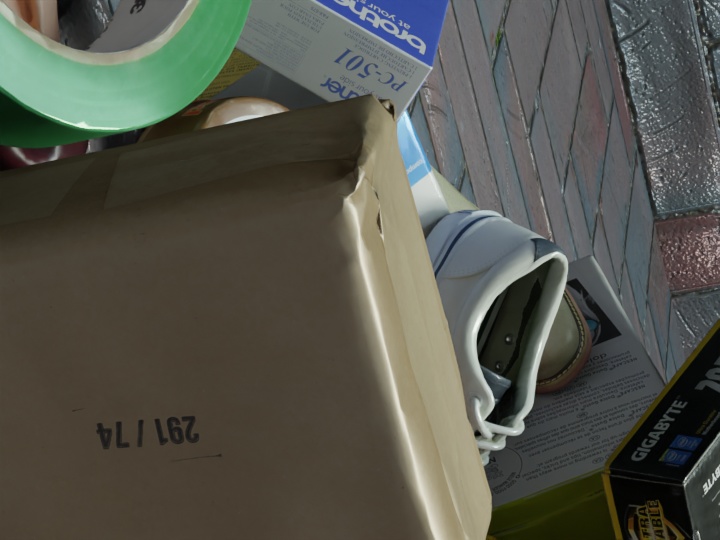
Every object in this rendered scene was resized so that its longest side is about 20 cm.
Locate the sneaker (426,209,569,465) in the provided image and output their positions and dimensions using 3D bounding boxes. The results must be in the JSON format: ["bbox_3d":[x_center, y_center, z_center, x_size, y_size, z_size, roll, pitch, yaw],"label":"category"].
[{"bbox_3d":[0.039,0.068,1.218,0.073,0.071,0.200,20,88,-42],"label":"sneaker"}]

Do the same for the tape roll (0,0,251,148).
[{"bbox_3d":[-0.123,-0.149,1.005,0.200,0.048,0.201,12,74,-48],"label":"tape roll"}]

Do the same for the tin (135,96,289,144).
[{"bbox_3d":[-0.044,0.023,1.121,0.112,0.042,0.201,-20,101,-52],"label":"tin"}]

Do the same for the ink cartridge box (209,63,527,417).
[{"bbox_3d":[0.000,0.000,1.297,0.116,0.067,0.200,27,-32,52],"label":"ink cartridge box"}]

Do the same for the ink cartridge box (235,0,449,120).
[{"bbox_3d":[-0.057,-0.146,1.196,0.044,0.200,0.094,-56,-171,29],"label":"ink cartridge box"}]

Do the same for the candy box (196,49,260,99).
[{"bbox_3d":[-0.052,-0.083,1.420,0.200,0.056,0.117,-74,152,-58],"label":"candy box"}]

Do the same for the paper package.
[{"bbox_3d":[-0.066,0.052,0.952,0.104,0.199,0.191,-70,147,-66],"label":"paper package"}]

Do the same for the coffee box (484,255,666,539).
[{"bbox_3d":[0.082,0.150,1.401,0.198,0.200,0.200,-113,-177,-60],"label":"coffee box"}]

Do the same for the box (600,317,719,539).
[{"bbox_3d":[0.197,0.107,1.280,0.200,0.049,0.160,-46,132,-41],"label":"box"}]

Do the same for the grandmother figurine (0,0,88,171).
[{"bbox_3d":[-0.138,-0.079,1.060,0.121,0.060,0.201,-31,108,-67],"label":"grandmother figurine"}]

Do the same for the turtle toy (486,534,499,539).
[{"bbox_3d":[0.085,0.218,1.213,0.200,0.101,0.146,-64,143,-62],"label":"turtle toy"}]

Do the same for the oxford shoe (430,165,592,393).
[{"bbox_3d":[0.040,-0.010,1.362,0.200,0.071,0.074,41,-2,31],"label":"oxford shoe"}]
